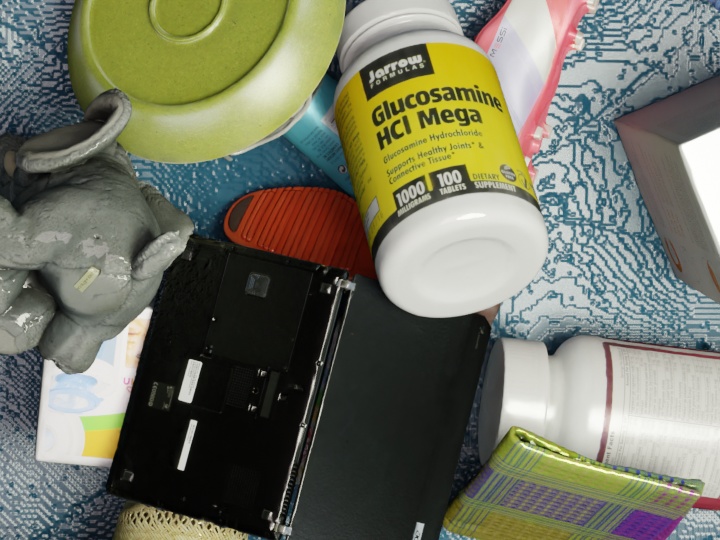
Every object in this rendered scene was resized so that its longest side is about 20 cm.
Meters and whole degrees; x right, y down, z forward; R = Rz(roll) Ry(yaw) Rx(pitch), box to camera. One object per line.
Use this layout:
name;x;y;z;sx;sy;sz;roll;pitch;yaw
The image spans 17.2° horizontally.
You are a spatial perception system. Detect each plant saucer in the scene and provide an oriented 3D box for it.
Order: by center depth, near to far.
plant saucer;-0.107;-0.168;1.553;0.198;0.031;0.202;-7;67;18

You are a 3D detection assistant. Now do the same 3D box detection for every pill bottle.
pill bottle;0.045;-0.080;1.537;0.111;0.113;0.201;-13;56;-4
pill bottle;0.186;0.103;1.637;0.198;0.110;0.111;7;97;-6

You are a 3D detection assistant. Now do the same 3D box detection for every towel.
towel;0.139;0.158;1.608;0.142;0.200;0.023;15;66;-4

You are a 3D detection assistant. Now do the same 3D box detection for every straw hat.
straw hat;-0.120;0.181;1.594;0.199;0.201;0.086;13;76;-7

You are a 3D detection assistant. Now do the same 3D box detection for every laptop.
laptop;-0.039;0.087;1.551;0.198;0.103;0.179;13;84;20

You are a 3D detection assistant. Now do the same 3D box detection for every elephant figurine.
elephant figurine;-0.177;-0.047;1.512;0.154;0.201;0.142;18;131;-2

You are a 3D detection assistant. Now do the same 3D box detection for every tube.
tube;0.034;-0.055;1.635;0.200;0.050;0.078;39;93;-15

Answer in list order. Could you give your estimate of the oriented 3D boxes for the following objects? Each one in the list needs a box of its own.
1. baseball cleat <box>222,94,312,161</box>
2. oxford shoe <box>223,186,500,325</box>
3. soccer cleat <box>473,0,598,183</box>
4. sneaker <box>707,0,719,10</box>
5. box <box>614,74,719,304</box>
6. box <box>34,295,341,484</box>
baseball cleat;-0.041;-0.161;1.581;0.069;0.106;0.201;23;102;-34
oxford shoe;0.000;0.000;1.617;0.198;0.073;0.071;18;58;17
soccer cleat;0.097;-0.119;1.620;0.076;0.067;0.201;22;88;12
sneaker;0.251;-0.278;1.620;0.087;0.075;0.202;14;89;4
box;0.252;-0.054;1.577;0.097;0.200;0.125;-24;100;-2
box;-0.115;0.075;1.607;0.198;0.101;0.114;5;96;-6
